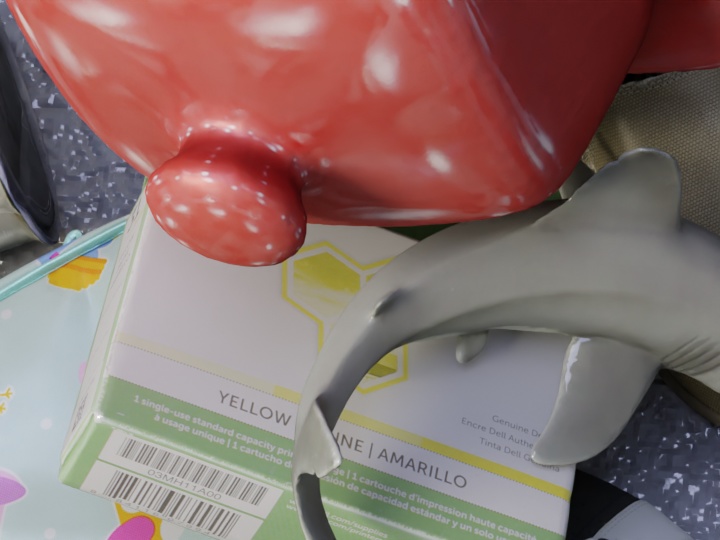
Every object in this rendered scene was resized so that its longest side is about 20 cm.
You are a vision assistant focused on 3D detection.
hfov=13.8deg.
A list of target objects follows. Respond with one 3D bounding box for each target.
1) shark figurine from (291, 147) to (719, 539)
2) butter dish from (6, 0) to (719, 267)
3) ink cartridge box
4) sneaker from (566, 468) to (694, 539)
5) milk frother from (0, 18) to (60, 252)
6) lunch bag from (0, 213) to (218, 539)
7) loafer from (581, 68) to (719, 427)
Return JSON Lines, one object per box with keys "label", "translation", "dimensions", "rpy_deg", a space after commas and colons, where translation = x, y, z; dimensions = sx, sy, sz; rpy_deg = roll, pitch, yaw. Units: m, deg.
{"label": "shark figurine", "translation": [0.052, 0.002, 0.851], "dimensions": [0.214, 0.090, 0.128], "rpy_deg": [-11, 62, -33]}
{"label": "butter dish", "translation": [-0.018, -0.070, 0.807], "dimensions": [0.199, 0.200, 0.148], "rpy_deg": [4, 59, 25]}
{"label": "ink cartridge box", "translation": [0.000, 0.000, 0.915], "dimensions": [0.145, 0.048, 0.201], "rpy_deg": [20, 52, -10]}
{"label": "sneaker", "translation": [0.091, 0.117, 0.887], "dimensions": [0.074, 0.089, 0.200], "rpy_deg": [-45, 64, -6]}
{"label": "milk frother", "translation": [-0.225, -0.076, 0.978], "dimensions": [0.187, 0.200, 0.181], "rpy_deg": [-21, 61, 3]}
{"label": "lunch bag", "translation": [-0.093, 0.077, 0.950], "dimensions": [0.200, 0.077, 0.161], "rpy_deg": [-28, 63, 0]}
{"label": "loafer", "translation": [0.103, -0.040, 0.960], "dimensions": [0.076, 0.067, 0.201], "rpy_deg": [-23, 64, 2]}
